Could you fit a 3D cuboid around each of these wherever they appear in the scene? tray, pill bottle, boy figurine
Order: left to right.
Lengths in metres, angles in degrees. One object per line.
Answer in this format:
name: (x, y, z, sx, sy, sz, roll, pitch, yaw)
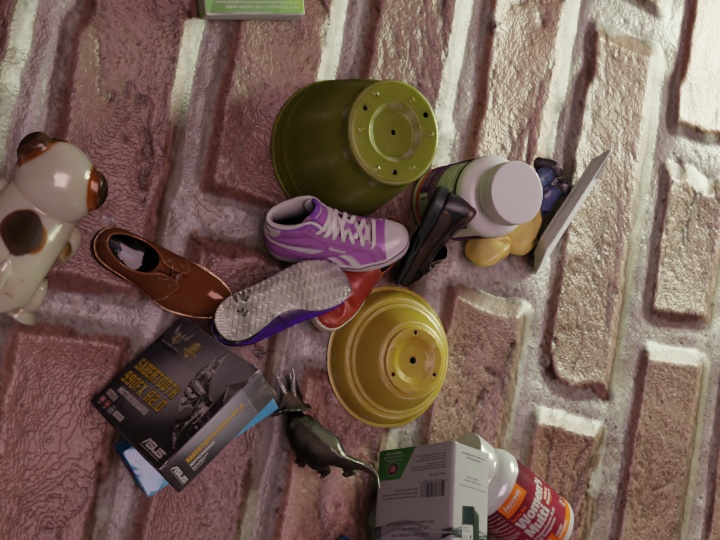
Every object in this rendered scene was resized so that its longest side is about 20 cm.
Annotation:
pill bottle: (0.163, -0.100, 1.292, 0.110, 0.199, 0.114, 0, 89, -25)
pill bottle: (0.212, 0.333, 1.358, 0.199, 0.109, 0.110, 40, 74, -19)
boy figurine: (0.238, -0.074, 1.401, 0.200, 0.064, 0.125, -47, 130, -15)
tray: (0.322, -0.094, 1.430, 0.022, 0.108, 0.201, 32, 74, 11)

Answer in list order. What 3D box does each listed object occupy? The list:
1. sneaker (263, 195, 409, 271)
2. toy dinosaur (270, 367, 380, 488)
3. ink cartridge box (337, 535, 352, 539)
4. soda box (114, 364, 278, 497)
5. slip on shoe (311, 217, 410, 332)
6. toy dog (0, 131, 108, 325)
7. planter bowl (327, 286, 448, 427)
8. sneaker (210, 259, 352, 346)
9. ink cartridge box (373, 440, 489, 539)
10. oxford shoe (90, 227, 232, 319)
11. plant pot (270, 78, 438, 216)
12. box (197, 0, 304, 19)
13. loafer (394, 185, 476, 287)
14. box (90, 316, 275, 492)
sneaker: (-0.029, -0.052, 1.213, 0.196, 0.115, 0.074, -2, 66, -4)
toy dinosaur: (-0.058, 0.231, 1.223, 0.077, 0.200, 0.103, -39, 143, -9)
ink cartridge box: (-0.060, 0.472, 1.252, 0.199, 0.068, 0.116, -34, 103, -22)
soda box: (-0.210, 0.200, 1.189, 0.198, 0.064, 0.069, -33, 102, -22)
slip on shoe: (0.000, 0.000, 1.284, 0.074, 0.061, 0.200, 43, 71, -4)
toy dog: (-0.382, -0.059, 1.050, 0.139, 0.194, 0.202, 34, 82, -8)
planter bowl: (0.057, 0.124, 1.304, 0.197, 0.083, 0.205, 1, 89, -24)
sneaker: (-0.110, 0.048, 1.221, 0.197, 0.100, 0.071, -18, 77, -25)
ink cartridge box: (0.094, 0.345, 1.249, 0.082, 0.145, 0.204, 25, 61, -39)
oxford shoe: (-0.245, 0.008, 1.173, 0.198, 0.071, 0.072, 27, 76, -24)
plant pot: (0.004, -0.169, 1.223, 0.197, 0.192, 0.205, 0, 89, -24)
box: (-0.155, -0.440, 1.241, 0.142, 0.036, 0.204, -6, 91, -25)
loafer: (0.099, -0.031, 1.264, 0.062, 0.201, 0.073, 22, 54, -1)
box: (-0.216, 0.153, 1.112, 0.158, 0.199, 0.049, -44, 129, -17)
